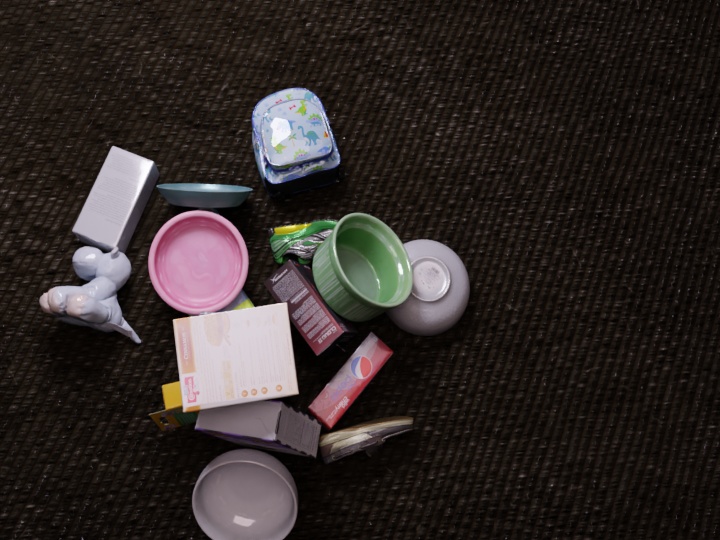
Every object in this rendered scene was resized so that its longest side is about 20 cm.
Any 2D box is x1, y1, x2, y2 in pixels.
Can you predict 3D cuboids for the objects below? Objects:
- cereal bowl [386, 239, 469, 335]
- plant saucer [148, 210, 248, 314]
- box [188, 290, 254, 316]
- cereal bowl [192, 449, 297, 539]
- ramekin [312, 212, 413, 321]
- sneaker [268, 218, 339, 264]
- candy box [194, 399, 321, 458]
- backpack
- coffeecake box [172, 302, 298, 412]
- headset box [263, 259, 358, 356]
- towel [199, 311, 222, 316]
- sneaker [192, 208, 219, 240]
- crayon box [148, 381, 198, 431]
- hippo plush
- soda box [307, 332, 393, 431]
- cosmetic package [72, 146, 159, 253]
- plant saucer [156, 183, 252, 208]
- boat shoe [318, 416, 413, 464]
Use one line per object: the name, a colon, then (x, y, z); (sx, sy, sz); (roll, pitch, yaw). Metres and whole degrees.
cereal bowl: (0.135, 0.028, 1.696); (0.194, 0.084, 0.206); (0, 74, -2)
plant saucer: (-0.321, -0.015, 1.632); (0.195, 0.051, 0.207); (0, 89, -8)
box: (-0.277, 0.092, 1.673); (0.121, 0.048, 0.202); (-35, 79, -12)
cereal bowl: (-0.211, 0.419, 1.535); (0.194, 0.084, 0.205); (1, 110, 3)
ramekin: (0.000, 0.000, 1.604); (0.197, 0.097, 0.204); (23, 51, -30)
sneaker: (-0.093, -0.058, 1.713); (0.195, 0.078, 0.088); (-9, 84, 13)
candy box: (-0.185, 0.289, 1.521); (0.163, 0.200, 0.073); (4, 71, 21)
backpack: (-0.142, -0.283, 1.738); (0.179, 0.147, 0.204); (-16, 73, -10)
coffeecake box: (-0.211, 0.149, 1.398); (0.194, 0.073, 0.158); (-8, 83, -6)
headset box: (-0.089, 0.085, 1.628); (0.075, 0.148, 0.201); (-39, 78, 6)
towel: (-0.220, 0.129, 1.540); (0.161, 0.201, 0.088); (5, 72, -3)
sneaker: (-0.366, -0.052, 1.694); (0.076, 0.081, 0.202); (33, 76, 5)
crayon box: (-0.304, 0.248, 1.585); (0.195, 0.126, 0.053); (-14, 66, -7)
hippo plush: (-0.522, 0.028, 1.622); (0.195, 0.160, 0.165); (14, 74, 2)
soda box: (-0.020, 0.223, 1.638); (0.063, 0.070, 0.201); (39, 76, 6)
cosmetic package: (-0.510, -0.144, 1.717); (0.099, 0.071, 0.204); (20, 74, 3)
plant saucer: (-0.320, -0.153, 1.680); (0.194, 0.200, 0.037); (3, 99, -2)
boat shoe: (0.014, 0.334, 1.614); (0.195, 0.073, 0.067); (-12, 86, -3)
